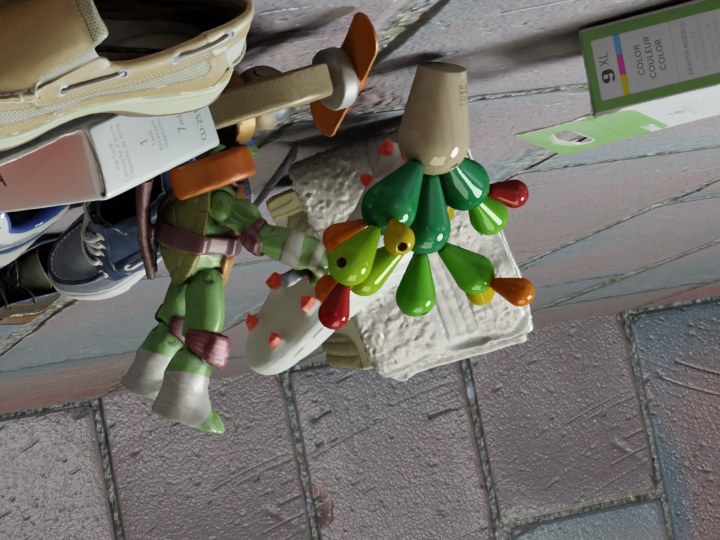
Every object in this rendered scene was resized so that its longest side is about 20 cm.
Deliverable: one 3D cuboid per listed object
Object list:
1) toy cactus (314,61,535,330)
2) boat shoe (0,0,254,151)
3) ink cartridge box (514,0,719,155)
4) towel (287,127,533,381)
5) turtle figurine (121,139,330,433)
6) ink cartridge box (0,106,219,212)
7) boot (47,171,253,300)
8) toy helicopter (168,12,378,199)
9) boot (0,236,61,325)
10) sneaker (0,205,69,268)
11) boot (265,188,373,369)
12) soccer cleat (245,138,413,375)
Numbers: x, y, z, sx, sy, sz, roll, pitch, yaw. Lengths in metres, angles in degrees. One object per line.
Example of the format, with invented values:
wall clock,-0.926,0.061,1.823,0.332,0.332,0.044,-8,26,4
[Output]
toy cactus,0.047,-0.045,1.284,0.102,0.166,0.200,21,-157,39
boat shoe,-0.141,-0.107,0.949,0.199,0.072,0.076,-15,162,-33
ink cartridge box,0.201,-0.129,1.297,0.199,0.060,0.104,-14,172,22
towel,0.040,-0.013,1.498,0.132,0.200,0.035,-18,-151,13
turtle figurine,-0.071,0.007,1.356,0.144,0.195,0.200,22,-175,29
ink cartridge box,-0.201,-0.048,1.053,0.199,0.044,0.173,-4,-161,40
boot,-0.178,-0.034,1.478,0.200,0.073,0.090,-26,159,34
toy helicopter,-0.055,-0.100,1.168,0.132,0.079,0.200,-20,-176,-3
boot,-0.299,0.007,1.629,0.097,0.075,0.200,-30,171,33
sneaker,-0.269,-0.041,1.284,0.088,0.076,0.200,-30,171,34
boot,0.022,-0.007,1.573,0.200,0.156,0.073,-15,-175,44
soccer cleat,0.000,0.000,1.415,0.078,0.200,0.069,41,176,-37
